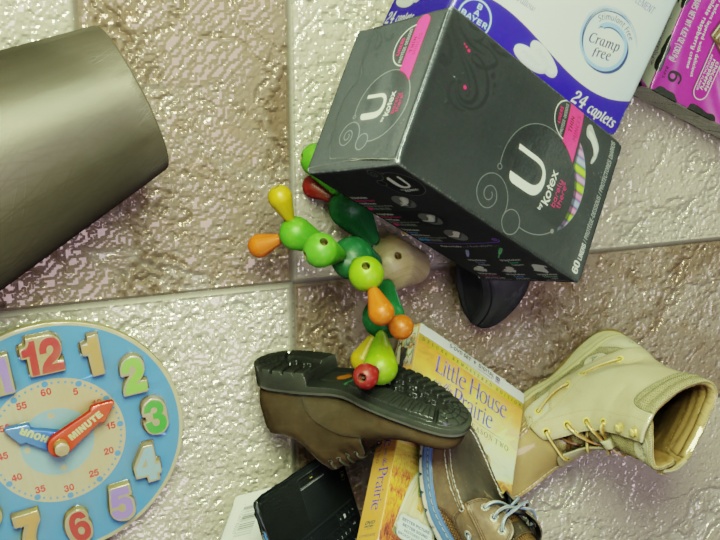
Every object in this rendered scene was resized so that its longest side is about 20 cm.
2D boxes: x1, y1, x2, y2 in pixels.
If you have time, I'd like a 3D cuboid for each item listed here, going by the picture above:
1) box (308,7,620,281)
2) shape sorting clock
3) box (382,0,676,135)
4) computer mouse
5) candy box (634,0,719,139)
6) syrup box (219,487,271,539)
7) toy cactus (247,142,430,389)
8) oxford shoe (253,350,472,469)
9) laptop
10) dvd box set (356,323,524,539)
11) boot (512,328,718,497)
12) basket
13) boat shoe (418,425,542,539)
[{"bbox_3d":[0.082,-0.084,0.813,0.200,0.106,0.123,28,73,-35],"label":"box"},{"bbox_3d":[-0.237,0.134,0.860,0.199,0.039,0.201,-5,105,-20],"label":"shape sorting clock"},{"bbox_3d":[0.149,-0.237,0.876,0.183,0.105,0.201,25,88,-26],"label":"box"},{"bbox_3d":[0.093,-0.035,0.925,0.140,0.046,0.201,-18,110,-37],"label":"computer mouse"},{"bbox_3d":[0.346,-0.193,0.998,0.199,0.061,0.137,19,95,-26],"label":"candy box"},{"bbox_3d":[-0.040,0.285,0.941,0.081,0.079,0.201,-17,114,19],"label":"syrup box"},{"bbox_3d":[0.000,0.000,0.879,0.102,0.201,0.165,-35,160,25],"label":"toy cactus"},{"bbox_3d":[0.003,0.120,0.878,0.073,0.199,0.085,-17,110,-49],"label":"oxford shoe"},{"bbox_3d":[0.020,0.243,0.866,0.103,0.177,0.201,-18,88,19],"label":"laptop"},{"bbox_3d":[0.074,0.165,0.932,0.146,0.029,0.201,36,52,-30],"label":"dvd box set"},{"bbox_3d":[0.209,0.150,0.979,0.200,0.155,0.073,-42,115,-7],"label":"boot"},{"bbox_3d":[-0.247,-0.077,0.754,0.199,0.136,0.181,-30,117,-16],"label":"basket"},{"bbox_3d":[0.107,0.211,0.869,0.072,0.072,0.201,-8,78,-46],"label":"boat shoe"}]
